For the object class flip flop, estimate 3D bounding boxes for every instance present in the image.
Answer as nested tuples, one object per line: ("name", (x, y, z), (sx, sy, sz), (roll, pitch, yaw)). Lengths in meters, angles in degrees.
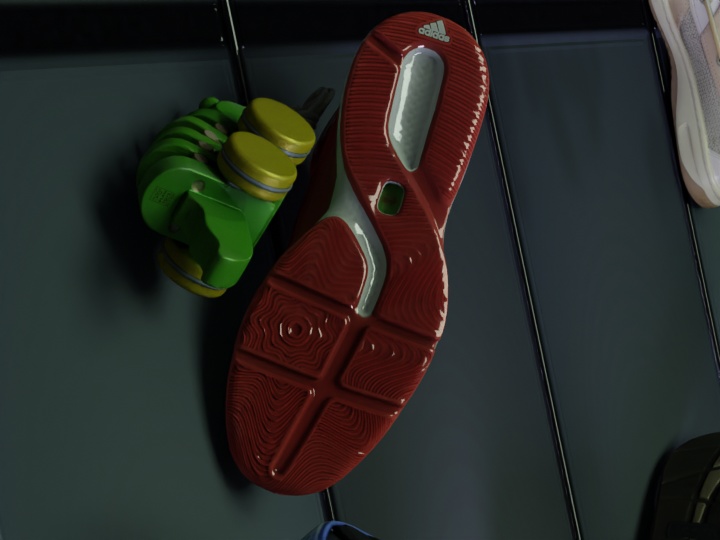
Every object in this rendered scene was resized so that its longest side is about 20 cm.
("flip flop", (0.191, 0.149, 1.511), (0.200, 0.081, 0.058), (-62, 150, -50))

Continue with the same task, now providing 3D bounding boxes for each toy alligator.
("toy alligator", (-0.053, -0.045, 1.137), (0.054, 0.059, 0.200), (32, 23, -4))

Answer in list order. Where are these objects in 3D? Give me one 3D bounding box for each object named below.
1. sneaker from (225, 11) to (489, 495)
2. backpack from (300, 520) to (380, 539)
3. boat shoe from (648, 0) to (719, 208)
("sneaker", (0.000, 0.000, 1.190), (0.116, 0.078, 0.201), (118, -4, -82))
("backpack", (0.002, 0.201, 1.013), (0.183, 0.147, 0.201), (40, 22, -53))
("boat shoe", (0.210, -0.139, 1.668), (0.072, 0.065, 0.201), (10, 71, -62))
